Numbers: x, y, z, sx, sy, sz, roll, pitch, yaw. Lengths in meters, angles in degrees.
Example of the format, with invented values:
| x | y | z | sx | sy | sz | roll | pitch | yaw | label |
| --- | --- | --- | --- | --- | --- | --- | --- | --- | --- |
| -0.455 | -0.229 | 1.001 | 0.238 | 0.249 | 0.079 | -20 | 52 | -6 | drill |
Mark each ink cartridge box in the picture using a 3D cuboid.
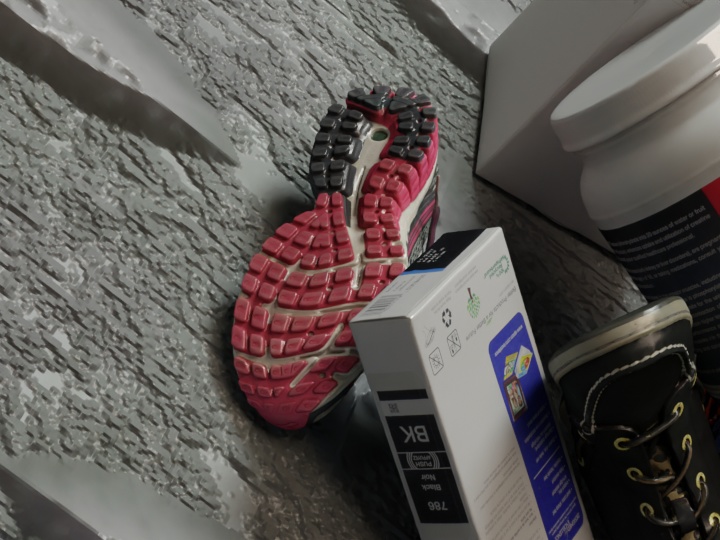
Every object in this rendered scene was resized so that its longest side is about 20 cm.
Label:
| x | y | z | sx | sy | sz | roll | pitch | yaw | label |
| --- | --- | --- | --- | --- | --- | --- | --- | --- | --- |
| 0.060 | 0.090 | 0.954 | 0.099 | 0.039 | 0.201 | -41 | 118 | -51 | ink cartridge box |

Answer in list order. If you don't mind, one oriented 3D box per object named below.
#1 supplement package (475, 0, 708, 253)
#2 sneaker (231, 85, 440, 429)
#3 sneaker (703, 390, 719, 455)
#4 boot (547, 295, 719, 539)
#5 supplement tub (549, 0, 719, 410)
| x | y | z | sx | sy | sz | roll | pitch | yaw | label |
| --- | --- | --- | --- | --- | --- | --- | --- | --- | --- |
| 0.171 | -0.123 | 1.147 | 0.121 | 0.200 | 0.120 | 28 | 43 | -19 | supplement package |
| 0.000 | 0.000 | 0.997 | 0.080 | 0.075 | 0.201 | 9 | 49 | 20 | sneaker |
| 0.209 | 0.056 | 1.145 | 0.078 | 0.076 | 0.200 | 31 | 34 | 0 | sneaker |
| 0.152 | 0.105 | 0.972 | 0.073 | 0.204 | 0.155 | -22 | 72 | -2 | boot |
| 0.199 | -0.027 | 1.015 | 0.201 | 0.140 | 0.140 | 55 | 38 | -8 | supplement tub |
